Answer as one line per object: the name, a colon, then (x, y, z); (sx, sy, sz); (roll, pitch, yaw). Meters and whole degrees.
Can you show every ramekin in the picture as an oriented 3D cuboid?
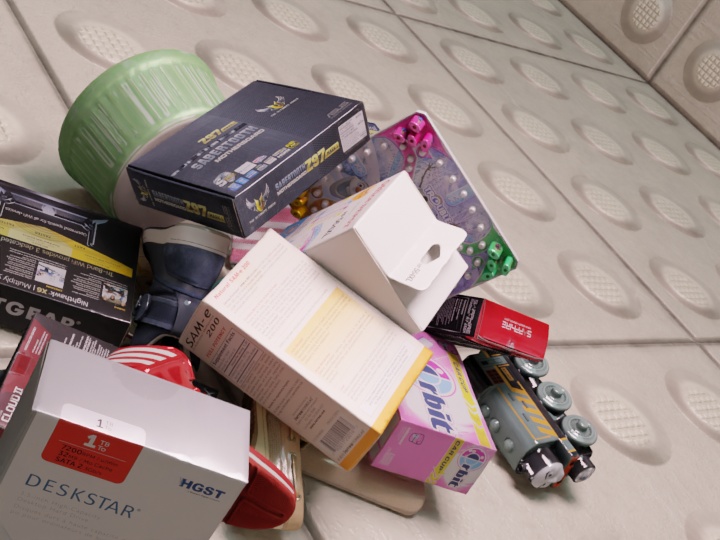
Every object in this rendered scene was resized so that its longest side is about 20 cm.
ramekin: (-0.225, -0.138, 1.235); (0.200, 0.200, 0.098); (-6, 49, -50)

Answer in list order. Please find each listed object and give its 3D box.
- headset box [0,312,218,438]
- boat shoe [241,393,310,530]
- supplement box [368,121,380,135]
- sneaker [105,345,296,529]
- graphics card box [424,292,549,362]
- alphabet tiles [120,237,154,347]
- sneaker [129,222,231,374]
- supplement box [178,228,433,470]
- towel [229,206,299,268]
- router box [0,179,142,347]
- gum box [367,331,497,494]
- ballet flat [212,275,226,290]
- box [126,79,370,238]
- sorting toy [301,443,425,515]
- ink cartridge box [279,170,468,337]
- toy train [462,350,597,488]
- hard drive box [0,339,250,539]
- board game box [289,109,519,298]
headset box: (-0.233, 0.133, 0.935); (0.199, 0.077, 0.149); (24, 30, -15)
boat shoe: (-0.079, 0.154, 1.043); (0.064, 0.071, 0.201); (13, 50, -13)
supplement box: (-0.035, -0.091, 1.421); (0.200, 0.134, 0.200); (3, 40, -43)
sneaker: (-0.130, 0.121, 0.902); (0.200, 0.078, 0.116); (33, 30, -6)
graphics card box: (0.106, 0.058, 1.293); (0.125, 0.051, 0.200); (20, -9, -41)
alphabet tiles: (-0.257, 0.007, 1.178); (0.166, 0.006, 0.200); (2, 42, -44)
sneaker: (-0.196, 0.032, 1.124); (0.077, 0.147, 0.202); (15, -6, -18)
supplement box: (-0.049, 0.072, 1.027); (0.200, 0.074, 0.126); (38, 44, 2)
towel: (-0.085, -0.098, 1.277); (0.146, 0.201, 0.030); (3, 5, 23)
router box: (-0.320, -0.010, 1.081); (0.199, 0.052, 0.157); (20, 33, -19)
gum box: (0.057, 0.133, 1.171); (0.113, 0.066, 0.200); (21, 26, -22)
ballet flat: (-0.090, 0.035, 1.213); (0.069, 0.070, 0.200); (44, 17, 20)
box: (-0.111, -0.119, 1.117); (0.157, 0.051, 0.200); (18, 44, 37)
sorting toy: (-0.014, 0.150, 1.172); (0.185, 0.037, 0.200); (25, 30, -15)
ink cartridge box: (0.000, 0.000, 1.120); (0.125, 0.200, 0.129); (55, 39, -14)
toy train: (0.193, 0.173, 1.311); (0.114, 0.085, 0.200); (-6, 48, -33)
hard drive box: (-0.192, 0.166, 0.796); (0.155, 0.200, 0.077); (22, 30, -18)
board game box: (0.037, -0.044, 1.186); (0.200, 0.200, 0.026); (56, 32, -14)
